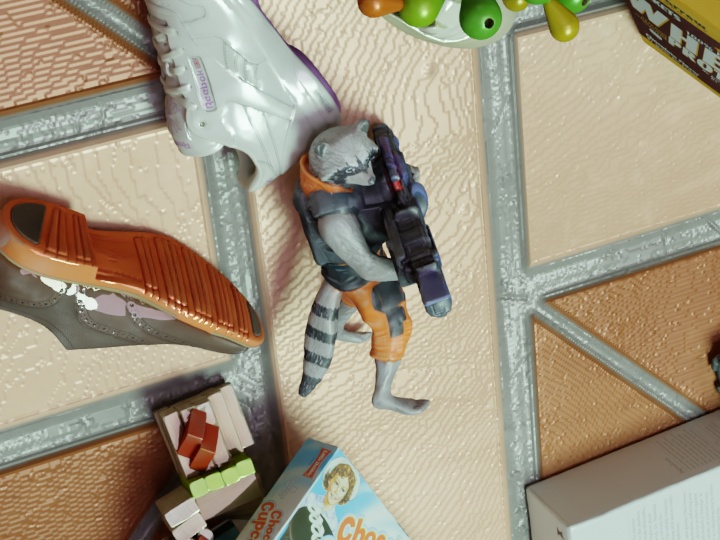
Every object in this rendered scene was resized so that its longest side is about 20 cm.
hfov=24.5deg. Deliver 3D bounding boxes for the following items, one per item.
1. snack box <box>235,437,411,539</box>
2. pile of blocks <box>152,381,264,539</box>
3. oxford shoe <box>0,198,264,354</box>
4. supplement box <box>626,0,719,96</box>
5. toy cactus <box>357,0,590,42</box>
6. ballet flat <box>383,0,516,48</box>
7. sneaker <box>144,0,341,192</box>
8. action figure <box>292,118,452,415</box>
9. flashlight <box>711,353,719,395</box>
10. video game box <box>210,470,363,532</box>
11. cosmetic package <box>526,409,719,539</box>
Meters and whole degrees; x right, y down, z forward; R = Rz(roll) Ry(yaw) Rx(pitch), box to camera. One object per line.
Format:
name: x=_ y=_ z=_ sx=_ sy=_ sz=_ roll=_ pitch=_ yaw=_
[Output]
snack box: x=-0.011 y=0.224 z=1.161 sx=0.117 sy=0.037 sz=0.201 roll=-54 pitch=130 yaw=-23
pile of blocks: x=-0.101 y=0.180 z=1.122 sx=0.081 sy=0.062 sz=0.203 roll=3 pitch=93 yaw=-15
oxford shoe: x=-0.155 y=0.018 z=1.068 sx=0.198 sy=0.072 sz=0.073 roll=23 pitch=120 yaw=-27
supplement box: x=0.278 y=-0.218 z=1.065 sx=0.198 sy=0.133 sz=0.200 roll=-52 pitch=160 yaw=3
toy cactus: x=0.064 y=-0.222 z=1.011 sx=0.198 sy=0.102 sz=0.167 roll=5 pitch=64 yaw=-26
ballet flat: x=0.029 y=-0.185 z=1.059 sx=0.199 sy=0.069 sz=0.070 roll=22 pitch=101 yaw=-31
sneaker: x=-0.094 y=-0.128 z=1.018 sx=0.100 sy=0.075 sz=0.200 roll=-45 pitch=123 yaw=-3
action figure: x=0.000 y=0.000 z=1.061 sx=0.103 sy=0.201 sz=0.196 roll=-10 pitch=118 yaw=-4
flashlight: x=0.380 y=0.049 z=1.335 sx=0.199 sy=0.068 sz=0.068 roll=-30 pitch=117 yaw=-10
video game box: x=-0.061 y=0.259 z=1.221 sx=0.199 sy=0.047 sz=0.184 roll=-29 pitch=122 yaw=-13
cosmetic package: x=0.238 y=0.196 z=1.325 sx=0.198 sy=0.071 sz=0.103 roll=-18 pitch=118 yaw=-19
